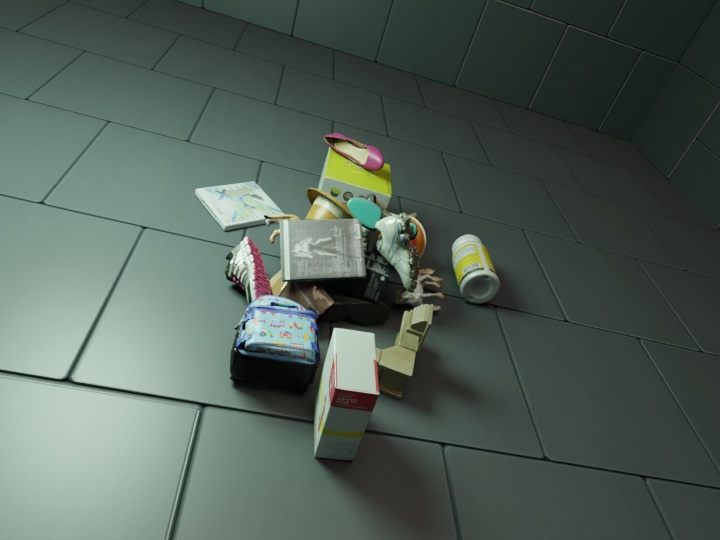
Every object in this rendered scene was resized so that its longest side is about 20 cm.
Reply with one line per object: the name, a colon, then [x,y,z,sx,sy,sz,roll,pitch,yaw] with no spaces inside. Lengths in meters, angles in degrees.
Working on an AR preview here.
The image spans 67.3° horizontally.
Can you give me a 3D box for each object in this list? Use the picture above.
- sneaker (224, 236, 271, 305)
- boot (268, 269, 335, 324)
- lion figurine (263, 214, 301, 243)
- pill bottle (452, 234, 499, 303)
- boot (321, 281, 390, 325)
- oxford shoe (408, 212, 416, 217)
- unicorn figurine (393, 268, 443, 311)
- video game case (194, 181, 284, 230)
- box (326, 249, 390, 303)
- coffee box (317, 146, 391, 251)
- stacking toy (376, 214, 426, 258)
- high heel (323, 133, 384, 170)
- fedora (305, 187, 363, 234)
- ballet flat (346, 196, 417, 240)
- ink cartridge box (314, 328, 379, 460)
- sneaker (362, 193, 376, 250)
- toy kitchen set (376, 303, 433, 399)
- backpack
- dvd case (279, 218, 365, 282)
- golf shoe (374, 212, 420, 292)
sneaker: [-0.271,0.019,1.274,0.074,0.086,0.202,43,22,-55]
boot: [-0.112,0.027,1.282,0.166,0.072,0.201,40,84,24]
lion figurine: [-0.161,-0.073,1.384,0.120,0.203,0.073,-20,30,0]
pill bottle: [0.331,-0.009,1.585,0.112,0.116,0.202,12,36,-11]
boot: [-0.028,0.066,1.352,0.196,0.069,0.131,8,32,-20]
oxford shoe: [0.137,-0.134,1.705,0.059,0.074,0.200,62,26,-12]
unicorn figurine: [0.155,0.058,1.456,0.134,0.075,0.201,8,22,-2]
video game case: [-0.345,-0.190,1.555,0.198,0.022,0.182,-15,49,-40]
box: [0.000,0.000,1.382,0.139,0.080,0.200,24,13,0]
coffee box: [-0.029,-0.211,1.591,0.196,0.200,0.202,15,35,-8]
stacking toy: [0.092,-0.081,1.481,0.145,0.148,0.199,32,14,16]
high heel: [-0.020,-0.331,1.520,0.095,0.069,0.199,2,22,-43]
fedora: [-0.083,-0.120,1.382,0.199,0.201,0.082,35,75,18]
ballet flat: [0.052,-0.124,1.389,0.197,0.069,0.068,26,-6,-2]
ink cartridge box: [-0.031,0.234,1.010,0.082,0.203,0.146,8,37,-11]
sneaker: [-0.024,-0.123,1.486,0.113,0.203,0.075,14,29,5]
toy kitchen set: [0.052,0.134,1.213,0.177,0.165,0.201,21,35,0]
backpack: [-0.171,0.131,1.126,0.179,0.136,0.202,12,37,-11]
dvd case: [-0.090,-0.049,1.271,0.195,0.016,0.152,-2,69,-8]
golf shoe: [0.093,-0.041,1.351,0.095,0.204,0.078,-5,17,24]
